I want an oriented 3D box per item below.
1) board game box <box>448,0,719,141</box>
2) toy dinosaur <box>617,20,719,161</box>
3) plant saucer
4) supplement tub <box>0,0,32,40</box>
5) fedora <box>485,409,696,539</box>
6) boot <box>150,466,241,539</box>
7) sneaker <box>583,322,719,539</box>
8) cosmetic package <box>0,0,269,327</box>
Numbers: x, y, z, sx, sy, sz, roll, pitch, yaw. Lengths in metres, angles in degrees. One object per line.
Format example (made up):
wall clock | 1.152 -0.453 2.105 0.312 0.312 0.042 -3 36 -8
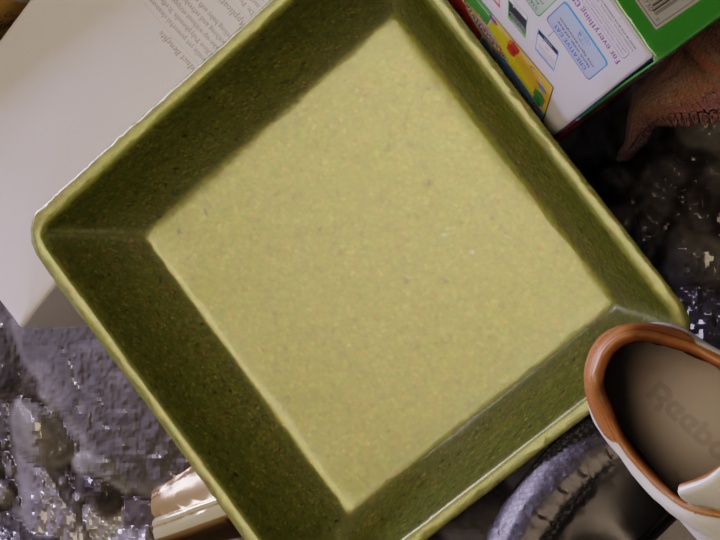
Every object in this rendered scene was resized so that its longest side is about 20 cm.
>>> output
board game box | 0.047 -0.122 0.842 0.040 0.200 0.153 -34 89 -18
toy dinosaur | 0.163 -0.104 0.829 0.200 0.086 0.136 -52 56 18
plant saucer | 0.000 0.000 0.876 0.200 0.048 0.200 -40 82 19
supplement tub | -0.213 -0.162 1.033 0.200 0.145 0.145 -33 74 27
fedora | 0.143 0.131 0.840 0.200 0.092 0.201 -4 79 19
boot | -0.030 0.019 0.963 0.200 0.073 0.156 -32 74 25
sneaker | 0.150 0.091 0.749 0.200 0.085 0.073 38 93 17
cosmetic package | -0.101 -0.079 1.000 0.200 0.085 0.108 -48 67 22
